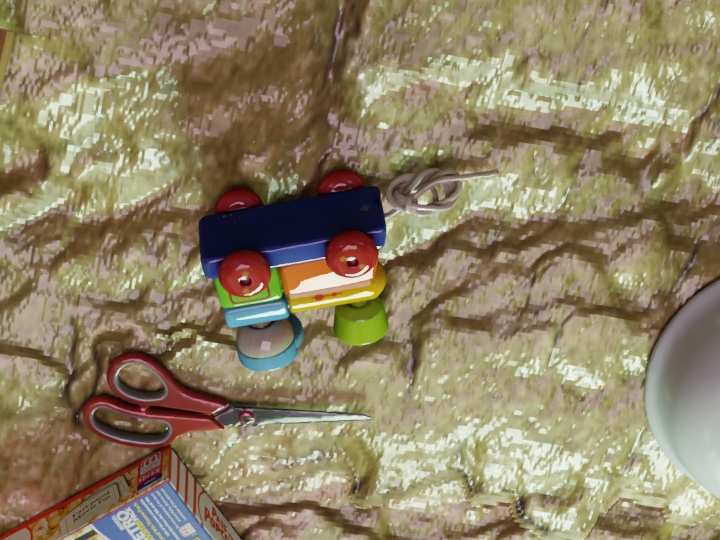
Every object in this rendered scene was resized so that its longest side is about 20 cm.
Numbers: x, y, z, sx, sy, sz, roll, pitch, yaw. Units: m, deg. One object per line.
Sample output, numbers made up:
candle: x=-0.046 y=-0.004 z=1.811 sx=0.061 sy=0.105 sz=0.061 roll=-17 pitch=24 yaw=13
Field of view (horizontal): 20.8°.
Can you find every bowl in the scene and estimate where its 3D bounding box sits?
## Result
bowl: x=0.304 y=0.100 z=1.370 sx=0.200 sy=0.090 sz=0.202 roll=-2 pitch=118 yaw=-3

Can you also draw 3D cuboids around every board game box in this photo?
board game box: x=-0.183 y=0.236 z=1.427 sx=0.199 sy=0.046 sz=0.152 roll=-28 pitch=117 yaw=10

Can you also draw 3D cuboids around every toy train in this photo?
toy train: x=0.000 y=0.000 z=1.302 sx=0.199 sy=0.085 sz=0.116 roll=-10 pitch=129 yaw=1

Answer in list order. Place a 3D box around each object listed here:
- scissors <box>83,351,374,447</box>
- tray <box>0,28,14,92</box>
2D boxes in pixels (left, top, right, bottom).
scissors: x=-0.094 y=0.106 z=1.387 sx=0.199 sy=0.014 sz=0.073 roll=14 pitch=113 yaw=-13
tray: x=-0.287 y=-0.063 z=1.219 sx=0.098 sy=0.037 sz=0.201 roll=13 pitch=93 yaw=-4
